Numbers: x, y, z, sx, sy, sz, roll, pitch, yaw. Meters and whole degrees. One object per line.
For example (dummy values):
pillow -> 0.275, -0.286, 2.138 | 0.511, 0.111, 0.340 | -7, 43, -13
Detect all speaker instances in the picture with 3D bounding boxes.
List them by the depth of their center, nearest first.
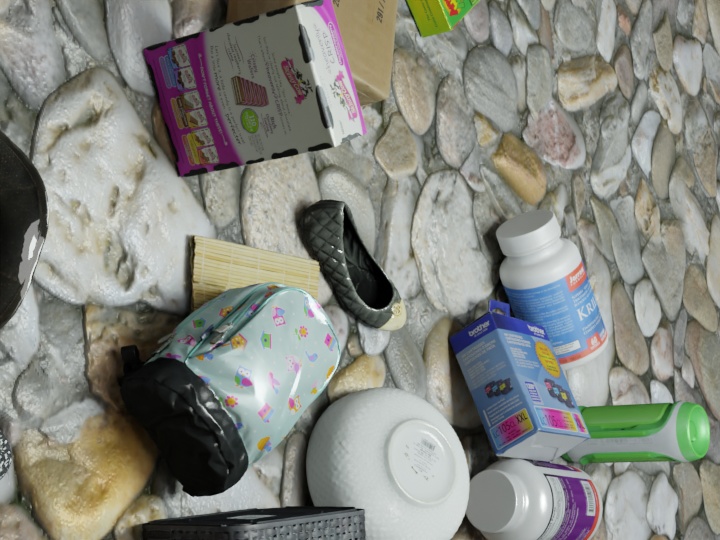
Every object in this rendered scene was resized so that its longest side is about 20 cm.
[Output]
speaker -> 0.375, 0.225, 1.884 | 0.088, 0.200, 0.088 | 12, 74, -52

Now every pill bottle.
pill bottle -> 0.217, 0.299, 1.736 | 0.200, 0.112, 0.112 | 16, 71, -50
pill bottle -> 0.252, 0.025, 1.828 | 0.112, 0.112, 0.200 | -45, 120, -47

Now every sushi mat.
sushi mat -> -0.108, 0.023, 1.429 | 0.200, 0.012, 0.096 | 12, 76, -51

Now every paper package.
paper package -> -0.049, -0.294, 1.488 | 0.191, 0.103, 0.200 | 23, 65, -51

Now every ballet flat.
ballet flat -> 0.000, 0.000, 1.541 | 0.200, 0.057, 0.066 | 53, 47, -34

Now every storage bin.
storage bin -> -0.098, 0.278, 1.297 | 0.200, 0.135, 0.094 | 7, 79, -53

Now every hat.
hat -> -0.338, -0.025, 1.066 | 0.081, 0.201, 0.201 | 149, -58, -81

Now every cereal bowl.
cereal bowl -> 0.044, 0.219, 1.492 | 0.200, 0.083, 0.200 | 15, 62, -31

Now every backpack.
backpack -> -0.116, 0.101, 1.307 | 0.200, 0.127, 0.167 | -48, 124, -39

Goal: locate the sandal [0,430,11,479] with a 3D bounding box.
sandal -> -0.367, 0.152, 1.047 | 0.200, 0.045, 0.075 | -11, 87, -39

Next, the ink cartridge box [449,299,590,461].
ink cartridge box -> 0.197, 0.135, 1.729 | 0.136, 0.076, 0.200 | 15, 45, -51

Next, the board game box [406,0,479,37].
board game box -> 0.080, -0.410, 1.724 | 0.102, 0.048, 0.200 | -50, 123, -44

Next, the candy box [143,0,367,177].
candy box -> -0.103, -0.174, 1.313 | 0.061, 0.200, 0.136 | -29, 108, -51
